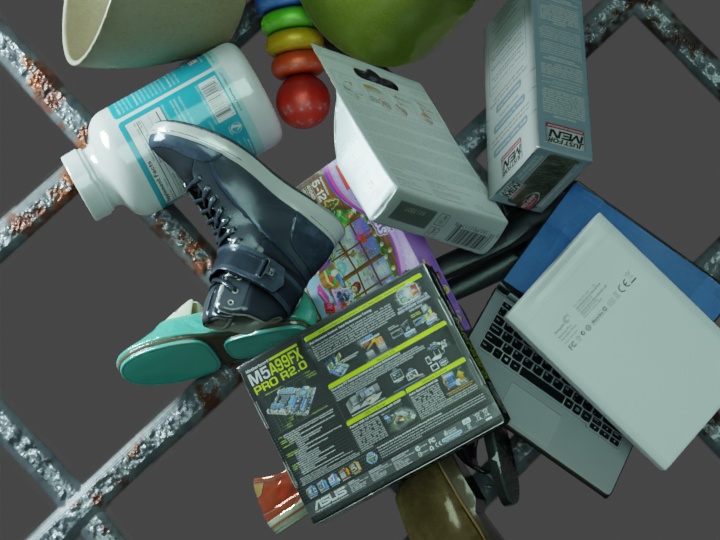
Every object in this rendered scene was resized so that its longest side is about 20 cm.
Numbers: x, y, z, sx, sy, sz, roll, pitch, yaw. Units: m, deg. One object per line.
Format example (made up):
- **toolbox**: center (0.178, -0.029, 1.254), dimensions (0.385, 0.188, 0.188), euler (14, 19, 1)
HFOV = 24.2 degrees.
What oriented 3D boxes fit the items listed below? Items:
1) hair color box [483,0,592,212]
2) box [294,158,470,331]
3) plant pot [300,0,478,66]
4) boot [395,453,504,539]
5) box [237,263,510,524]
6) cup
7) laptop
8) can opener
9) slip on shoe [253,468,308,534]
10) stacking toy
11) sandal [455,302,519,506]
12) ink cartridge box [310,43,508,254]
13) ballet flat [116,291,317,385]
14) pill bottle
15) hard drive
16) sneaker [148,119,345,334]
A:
- **hair color box**: center (0.165, -0.168, 1.587), dimensions (0.060, 0.099, 0.202), euler (13, 58, -19)
- **box**: center (0.000, 0.000, 1.584), dimensions (0.136, 0.039, 0.201), euler (-33, 78, 28)
- **plant pot**: center (0.060, -0.311, 1.568), dimensions (0.186, 0.200, 0.189), euler (7, 75, -26)
- **boot**: center (0.102, 0.267, 1.548), dimensions (0.075, 0.074, 0.201), euler (-32, 67, 6)
- **box**: center (0.012, 0.111, 1.508), dimensions (0.199, 0.044, 0.161), euler (-30, 79, 8)
- **cup**: center (-0.189, -0.281, 1.616), dimensions (0.142, 0.200, 0.202), euler (10, 77, -25)
- **laptop**: center (0.211, 0.063, 1.546), dimensions (0.187, 0.116, 0.201), euler (35, 53, -2)
- **can opener**: center (0.136, -0.018, 1.619), dimensions (0.199, 0.079, 0.064), euler (-33, 119, -3)
- **slip on shoe**: center (-0.015, 0.165, 1.568), dimensions (0.199, 0.074, 0.061), euler (-36, 84, -2)
- **stacking toy**: center (-0.069, -0.238, 1.652), dimensions (0.085, 0.085, 0.202), euler (-6, 84, -1)
- **sandal**: center (0.103, 0.130, 1.581), dimensions (0.048, 0.075, 0.202), euler (-23, 70, 15)
- **ink cartridge box**: center (0.035, -0.112, 1.573), dimensions (0.057, 0.162, 0.201), euler (-52, 50, 22)
- **ballet flat**: center (-0.135, 0.056, 1.593), dimensions (0.198, 0.068, 0.071), euler (-13, 49, 12)
- **pill bottle**: center (-0.183, -0.126, 1.608), dimensions (0.199, 0.111, 0.111), euler (-29, 80, -5)
- **hard drive**: center (0.246, 0.065, 1.532), dimensions (0.200, 0.027, 0.132), euler (44, 81, 0)
- **sneaker**: center (-0.130, -0.033, 1.515), dimensions (0.202, 0.077, 0.147), euler (34, 71, -7)
